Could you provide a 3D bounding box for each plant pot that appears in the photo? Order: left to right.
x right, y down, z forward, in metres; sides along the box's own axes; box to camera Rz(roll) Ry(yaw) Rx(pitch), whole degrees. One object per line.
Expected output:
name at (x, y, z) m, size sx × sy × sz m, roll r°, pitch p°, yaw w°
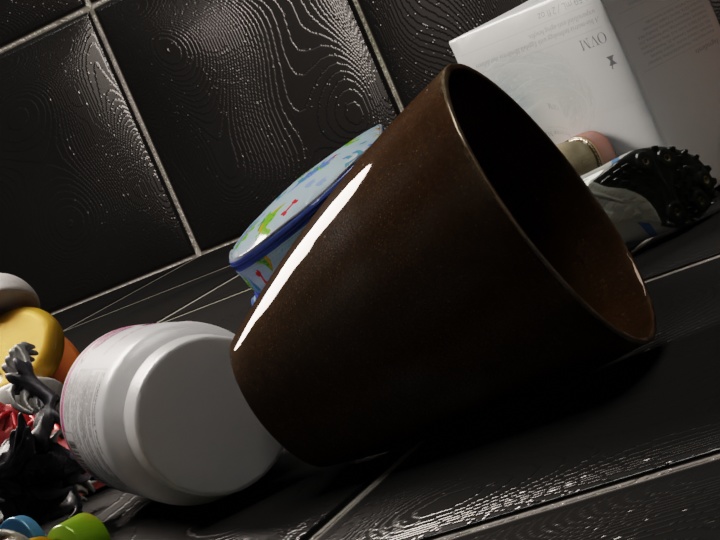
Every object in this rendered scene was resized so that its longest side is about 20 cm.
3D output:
plant pot at (0.030, 0.017, 1.176) m, size 0.200 × 0.187 × 0.187 m, roll -36°, pitch 1°, yaw 19°

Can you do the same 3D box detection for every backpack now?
backpack at (0.000, 0.000, 1.441) m, size 0.183 × 0.147 × 0.200 m, roll -40°, pitch 13°, yaw 4°

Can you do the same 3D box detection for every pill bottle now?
pill bottle at (-0.116, 0.089, 1.314) m, size 0.113 × 0.113 × 0.200 m, roll -25°, pitch 6°, yaw -18°

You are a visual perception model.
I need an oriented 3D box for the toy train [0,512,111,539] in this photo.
toy train at (-0.180, 0.159, 1.131) m, size 0.116 × 0.085 × 0.200 m, roll -10°, pitch -6°, yaw -46°

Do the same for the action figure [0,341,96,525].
action figure at (-0.207, 0.116, 1.454) m, size 0.200 × 0.119 × 0.102 m, roll -21°, pitch 39°, yaw -38°

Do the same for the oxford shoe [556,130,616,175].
oxford shoe at (0.133, -0.058, 1.764) m, size 0.074 × 0.071 × 0.200 m, roll -18°, pitch -15°, yaw -34°

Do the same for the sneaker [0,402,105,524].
sneaker at (-0.247, 0.119, 1.562) m, size 0.200 × 0.116 × 0.078 m, roll -24°, pitch 5°, yaw -7°

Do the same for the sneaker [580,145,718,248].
sneaker at (0.178, -0.039, 1.567) m, size 0.200 × 0.072 × 0.072 m, roll -22°, pitch -3°, yaw -24°

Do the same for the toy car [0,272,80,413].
toy car at (-0.370, 0.115, 2.071) m, size 0.200 × 0.175 × 0.150 m, roll -23°, pitch -29°, yaw 5°

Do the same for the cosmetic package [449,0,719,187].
cosmetic package at (0.211, -0.148, 1.782) m, size 0.123 × 0.200 × 0.199 m, roll -30°, pitch 8°, yaw -35°
